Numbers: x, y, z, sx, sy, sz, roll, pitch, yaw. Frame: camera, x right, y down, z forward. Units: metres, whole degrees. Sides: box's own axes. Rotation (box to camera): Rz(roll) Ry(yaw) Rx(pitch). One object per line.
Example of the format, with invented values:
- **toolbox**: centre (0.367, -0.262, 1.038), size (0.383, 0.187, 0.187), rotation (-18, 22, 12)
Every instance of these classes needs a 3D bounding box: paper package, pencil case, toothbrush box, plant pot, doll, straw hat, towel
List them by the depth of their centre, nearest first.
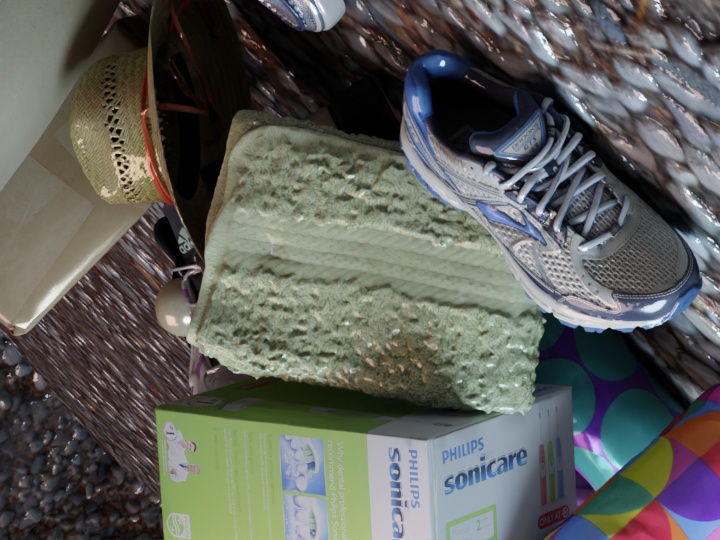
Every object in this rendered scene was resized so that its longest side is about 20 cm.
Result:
- **towel**: centre (0.008, -0.002, 1.410), size (0.198, 0.150, 0.036), rotation (11, -174, 12)
- **pencil case**: centre (0.165, 0.149, 1.435), size (0.088, 0.200, 0.088), rotation (48, 167, 15)
- **toothbrush box**: centre (0.003, 0.112, 1.474), size (0.199, 0.145, 0.087), rotation (2, 100, 37)
- **pencil case**: centre (0.142, 0.092, 1.549), size (0.200, 0.092, 0.085), rotation (45, 168, -10)
- **straw hat**: centre (-0.130, -0.088, 1.567), size (0.084, 0.202, 0.201), rotation (-8, 147, 15)
- **plant pot**: centre (-0.231, -0.174, 1.607), size (0.187, 0.200, 0.187), rotation (42, 169, 10)
- **paper package**: centre (-0.191, -0.069, 1.748), size (0.103, 0.200, 0.191), rotation (44, -176, -6)
- **doll**: centre (-0.100, 0.029, 1.801), size (0.200, 0.048, 0.138), rotation (17, -119, -80)

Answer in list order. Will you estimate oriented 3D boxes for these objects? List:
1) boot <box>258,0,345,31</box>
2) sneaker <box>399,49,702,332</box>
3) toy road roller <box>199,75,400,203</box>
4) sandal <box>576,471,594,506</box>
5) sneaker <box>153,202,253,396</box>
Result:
- **boot**: centre (-0.106, -0.184, 1.428), size (0.200, 0.090, 0.073), rotation (43, 168, 4)
- **sneaker**: centre (0.089, -0.043, 1.313), size (0.200, 0.077, 0.085), rotation (37, 162, 28)
- **toy road roller**: centre (0.000, 0.000, 1.522), size (0.147, 0.122, 0.200), rotation (65, -175, 37)
- **sandal**: centre (0.118, 0.119, 1.806), size (0.202, 0.082, 0.050), rotation (31, 121, 29)
- **sneaker**: centre (-0.095, 0.006, 1.633), size (0.200, 0.077, 0.140), rotation (-95, -20, -60)
